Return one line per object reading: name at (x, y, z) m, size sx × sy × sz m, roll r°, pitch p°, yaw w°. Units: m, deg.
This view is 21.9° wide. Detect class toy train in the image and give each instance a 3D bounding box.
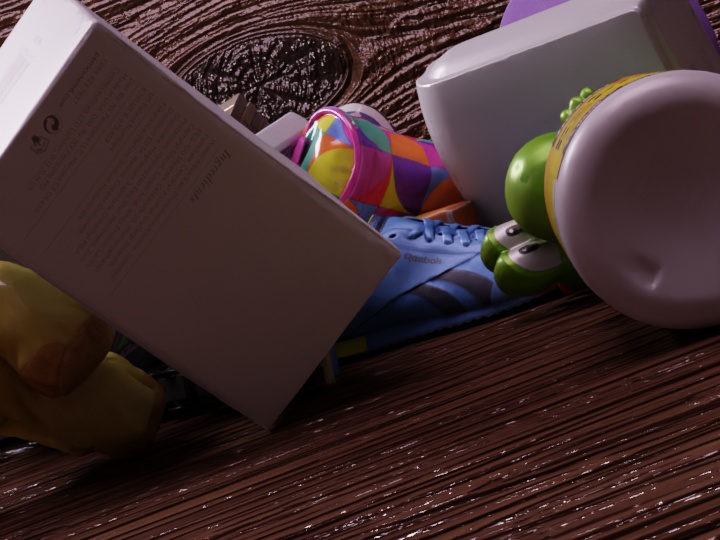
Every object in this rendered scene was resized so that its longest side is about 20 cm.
toy train at (-0.069, 0.063, 1.096) m, size 0.046 × 0.034 × 0.200 m, roll -9°, pitch -3°, yaw -34°

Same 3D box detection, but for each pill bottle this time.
pill bottle at (0.141, -0.037, 0.859) m, size 0.109 × 0.110 × 0.200 m, roll -19°, pitch 4°, yaw 5°

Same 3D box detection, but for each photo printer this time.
photo printer at (0.139, -0.087, 1.174) m, size 0.200 × 0.167 × 0.069 m, roll -15°, pitch 25°, yaw 40°

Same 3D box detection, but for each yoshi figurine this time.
yoshi figurine at (0.159, -0.052, 1.022) m, size 0.199 × 0.112 × 0.112 m, roll -23°, pitch 11°, yaw -11°

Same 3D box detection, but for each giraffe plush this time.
giraffe plush at (-0.230, 0.075, 0.999) m, size 0.172 × 0.200 × 0.162 m, roll 2°, pitch 52°, yaw 52°

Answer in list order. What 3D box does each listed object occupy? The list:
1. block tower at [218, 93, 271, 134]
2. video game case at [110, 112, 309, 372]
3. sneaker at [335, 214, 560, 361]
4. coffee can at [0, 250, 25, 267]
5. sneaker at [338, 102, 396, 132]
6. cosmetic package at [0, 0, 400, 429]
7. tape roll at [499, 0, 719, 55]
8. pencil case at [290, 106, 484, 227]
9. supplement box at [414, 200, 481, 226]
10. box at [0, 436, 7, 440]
block tower at (-0.062, -0.053, 1.489) m, size 0.058 × 0.200 × 0.054 m, roll -27°, pitch 28°, yaw 37°
video game case at (-0.116, 0.002, 1.241) m, size 0.200 × 0.023 × 0.182 m, roll -39°, pitch -22°, yaw -51°
sneaker at (0.045, -0.004, 1.117) m, size 0.199 × 0.079 × 0.066 m, roll -16°, pitch 3°, yaw 22°
coffee can at (-0.248, 0.007, 1.252) m, size 0.146 × 0.147 × 0.200 m, roll -20°, pitch -7°, yaw -14°
sneaker at (-0.062, -0.048, 1.388) m, size 0.200 × 0.076 × 0.088 m, roll -41°, pitch 5°, yaw 39°
cosmetic package at (-0.111, -0.040, 1.003) m, size 0.123 × 0.200 × 0.199 m, roll -54°, pitch 21°, yaw 2°
tape roll at (0.203, -0.157, 1.527) m, size 0.065 × 0.201 × 0.200 m, roll -22°, pitch 5°, yaw -36°
pencil case at (0.039, -0.053, 1.282) m, size 0.088 × 0.089 × 0.200 m, roll -16°, pitch -22°, yaw 42°
supplement box at (-0.014, 0.016, 1.211) m, size 0.199 × 0.067 × 0.069 m, roll -18°, pitch 4°, yaw 17°
box at (-0.253, 0.014, 1.413) m, size 0.175 × 0.201 × 0.097 m, roll -20°, pitch 2°, yaw -6°
